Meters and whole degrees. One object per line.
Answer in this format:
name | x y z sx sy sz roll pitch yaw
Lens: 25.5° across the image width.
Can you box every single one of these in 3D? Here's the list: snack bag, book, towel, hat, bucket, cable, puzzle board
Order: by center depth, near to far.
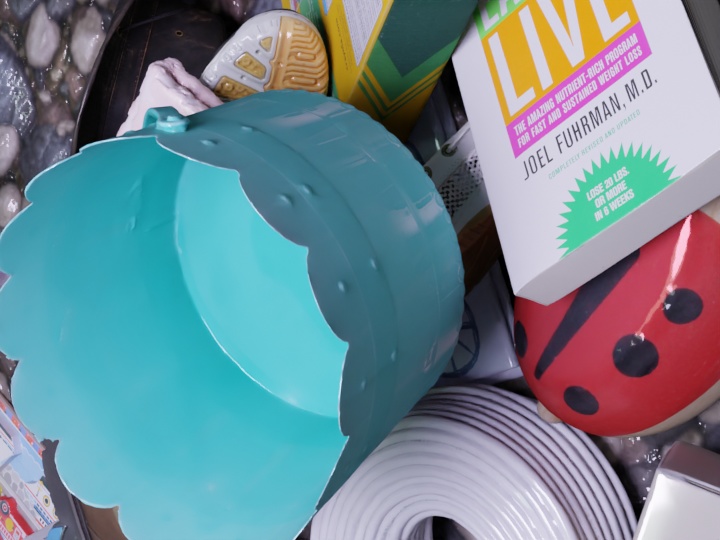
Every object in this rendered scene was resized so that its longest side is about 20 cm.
bucket | -0.058 0.018 0.744 0.205 0.135 0.210 13 116 28
book | 0.106 -0.102 0.760 0.133 0.048 0.202 -36 52 33
towel | -0.076 0.018 0.861 0.191 0.032 0.201 40 125 12
cable | 0.061 0.164 0.881 0.199 0.069 0.202 23 116 35
snack bag | 0.000 0.000 0.953 0.199 0.021 0.191 -26 79 42
hat | -0.124 -0.107 0.988 0.080 0.201 0.202 19 118 -8
puzzle board | -0.263 0.204 1.238 0.200 0.017 0.152 42 123 29

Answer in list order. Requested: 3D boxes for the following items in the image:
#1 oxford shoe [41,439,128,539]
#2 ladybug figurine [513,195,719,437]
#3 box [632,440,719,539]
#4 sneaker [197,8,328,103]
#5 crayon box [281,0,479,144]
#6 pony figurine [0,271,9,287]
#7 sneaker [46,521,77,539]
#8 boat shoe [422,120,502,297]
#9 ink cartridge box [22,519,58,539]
oxford shoe | -0.110 0.170 0.894 0.084 0.073 0.202 -6 112 41
ladybug figurine | 0.137 0.002 0.784 0.136 0.072 0.201 43 120 28
box | 0.150 0.193 0.758 0.077 0.095 0.202 20 97 15
sneaker | -0.068 -0.082 0.908 0.201 0.075 0.088 113 165 -45
crayon box | 0.006 -0.151 0.845 0.200 0.051 0.127 121 141 -65
pony figurine | -0.138 0.071 1.024 0.194 0.166 0.200 55 144 13
sneaker | -0.101 0.195 0.996 0.198 0.082 0.074 15 109 12
boat shoe | 0.041 -0.030 0.856 0.200 0.071 0.070 -45 66 19
ink cartridge box | -0.137 0.270 1.067 0.199 0.082 0.147 30 130 35
